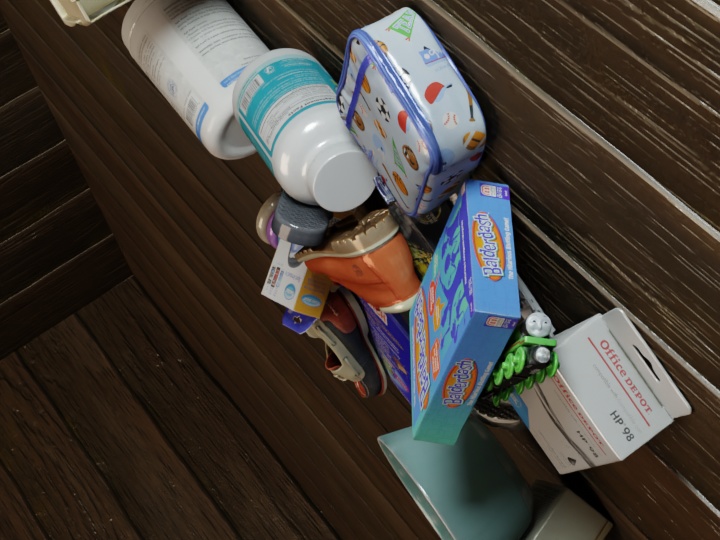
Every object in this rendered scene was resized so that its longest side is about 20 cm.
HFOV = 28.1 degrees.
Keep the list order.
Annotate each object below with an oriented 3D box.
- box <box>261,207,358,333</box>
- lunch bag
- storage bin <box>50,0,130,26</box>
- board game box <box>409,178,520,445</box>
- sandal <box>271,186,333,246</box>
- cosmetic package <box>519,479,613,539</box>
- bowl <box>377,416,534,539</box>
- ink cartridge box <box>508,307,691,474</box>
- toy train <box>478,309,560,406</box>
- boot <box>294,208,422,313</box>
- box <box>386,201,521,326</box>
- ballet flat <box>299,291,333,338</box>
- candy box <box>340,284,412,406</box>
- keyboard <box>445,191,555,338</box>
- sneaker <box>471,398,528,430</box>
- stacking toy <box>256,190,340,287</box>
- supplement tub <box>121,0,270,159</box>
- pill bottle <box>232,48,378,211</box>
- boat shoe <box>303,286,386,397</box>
[{"bbox_3d":[-0.058,-0.030,1.663,0.041,0.200,0.119,21,180,-23],"label":"box"},{"bbox_3d":[0.039,-0.141,1.298,0.160,0.076,0.200,56,166,9],"label":"lunch bag"},{"bbox_3d":[-0.266,-0.388,1.514,0.199,0.200,0.094,59,164,-13],"label":"storage bin"},{"bbox_3d":[0.090,0.040,1.301,0.200,0.045,0.152,109,165,-48],"label":"board game box"},{"bbox_3d":[-0.056,-0.072,1.516,0.076,0.200,0.043,19,119,5],"label":"sandal"},{"bbox_3d":[0.182,0.337,1.606,0.073,0.200,0.104,38,170,-10],"label":"cosmetic package"},{"bbox_3d":[0.117,0.237,1.579,0.201,0.105,0.201,55,174,9],"label":"bowl"},{"bbox_3d":[0.205,0.112,1.297,0.116,0.067,0.200,55,163,4],"label":"ink cartridge box"},{"bbox_3d":[0.132,0.080,1.278,0.200,0.042,0.056,129,148,-71],"label":"toy train"},{"bbox_3d":[0.000,0.000,1.489,0.107,0.075,0.200,56,162,-14],"label":"boot"},{"bbox_3d":[0.075,0.005,1.493,0.161,0.049,0.200,56,162,2],"label":"box"},{"bbox_3d":[-0.035,0.068,1.855,0.200,0.069,0.069,22,-161,-51],"label":"ballet flat"},{"bbox_3d":[0.050,0.059,1.710,0.169,0.077,0.200,51,167,28],"label":"candy box"},{"bbox_3d":[0.128,-0.015,1.410,0.200,0.011,0.056,56,166,1],"label":"keyboard"},{"bbox_3d":[0.157,0.138,1.572,0.080,0.074,0.200,45,175,-19],"label":"sneaker"},{"bbox_3d":[-0.048,-0.024,1.865,0.200,0.085,0.085,41,160,36],"label":"stacking toy"},{"bbox_3d":[-0.176,-0.240,1.688,0.200,0.132,0.132,51,166,24],"label":"supplement tub"},{"bbox_3d":[-0.052,-0.140,1.476,0.200,0.111,0.111,55,170,48],"label":"pill bottle"},{"bbox_3d":[-0.018,0.097,1.742,0.071,0.063,0.200,48,166,37],"label":"boat shoe"}]
